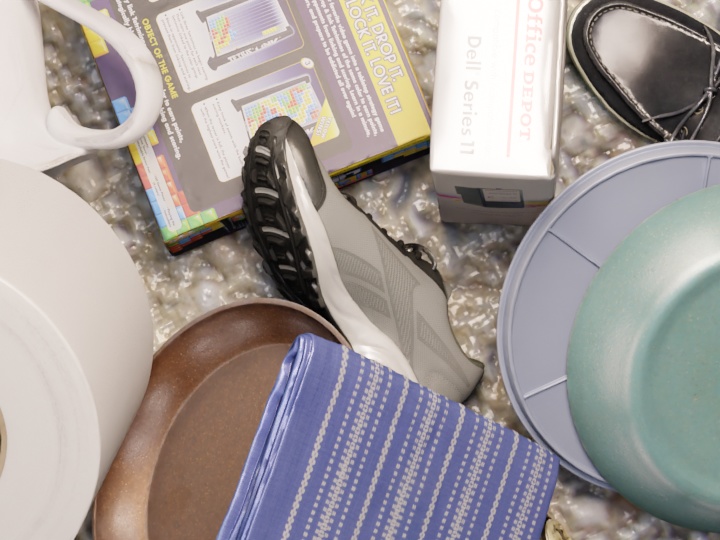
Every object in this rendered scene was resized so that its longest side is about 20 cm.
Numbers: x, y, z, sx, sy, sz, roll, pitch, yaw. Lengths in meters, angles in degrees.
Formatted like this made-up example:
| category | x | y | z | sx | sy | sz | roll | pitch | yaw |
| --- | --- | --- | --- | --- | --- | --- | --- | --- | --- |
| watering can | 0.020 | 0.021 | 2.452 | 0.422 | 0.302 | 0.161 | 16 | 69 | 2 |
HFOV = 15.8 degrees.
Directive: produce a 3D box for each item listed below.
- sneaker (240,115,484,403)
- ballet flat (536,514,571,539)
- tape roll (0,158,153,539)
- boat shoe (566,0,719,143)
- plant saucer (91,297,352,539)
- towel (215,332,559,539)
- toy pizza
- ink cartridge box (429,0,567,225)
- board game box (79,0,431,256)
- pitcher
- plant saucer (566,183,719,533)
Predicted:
| category | x | y | z | sx | sy | sz | roll | pitch | yaw |
| --- | --- | --- | --- | --- | --- | --- | --- | --- | --- |
| sneaker | 0.000 | 0.000 | 1.402 | 0.079 | 0.074 | 0.201 | -35 | 112 | -17 |
| ballet flat | 0.129 | 0.218 | 1.374 | 0.046 | 0.067 | 0.201 | -27 | 70 | 27 |
| tape roll | -0.218 | 0.056 | 1.351 | 0.202 | 0.139 | 0.204 | 3 | 111 | 7 |
| boat shoe | 0.198 | -0.088 | 1.428 | 0.200 | 0.062 | 0.075 | 42 | 88 | 9 |
| plant saucer | -0.061 | 0.116 | 1.384 | 0.200 | 0.034 | 0.201 | -17 | 63 | 35 |
| towel | 0.013 | 0.129 | 1.305 | 0.024 | 0.200 | 0.145 | 8 | 75 | 49 |
| toy pizza | 0.169 | 0.025 | 1.396 | 0.199 | 0.032 | 0.201 | -3 | 107 | -8 |
| ink cartridge box | 0.074 | -0.096 | 1.366 | 0.067 | 0.200 | 0.118 | 4 | 82 | 4 |
| board game box | -0.067 | -0.132 | 1.452 | 0.165 | 0.057 | 0.201 | -21 | 81 | -2 |
| pitcher | -0.207 | -0.132 | 1.418 | 0.171 | 0.121 | 0.201 | -29 | 85 | 24 |
| plant saucer | 0.210 | 0.053 | 1.376 | 0.199 | 0.036 | 0.201 | -2 | 107 | -8 |
